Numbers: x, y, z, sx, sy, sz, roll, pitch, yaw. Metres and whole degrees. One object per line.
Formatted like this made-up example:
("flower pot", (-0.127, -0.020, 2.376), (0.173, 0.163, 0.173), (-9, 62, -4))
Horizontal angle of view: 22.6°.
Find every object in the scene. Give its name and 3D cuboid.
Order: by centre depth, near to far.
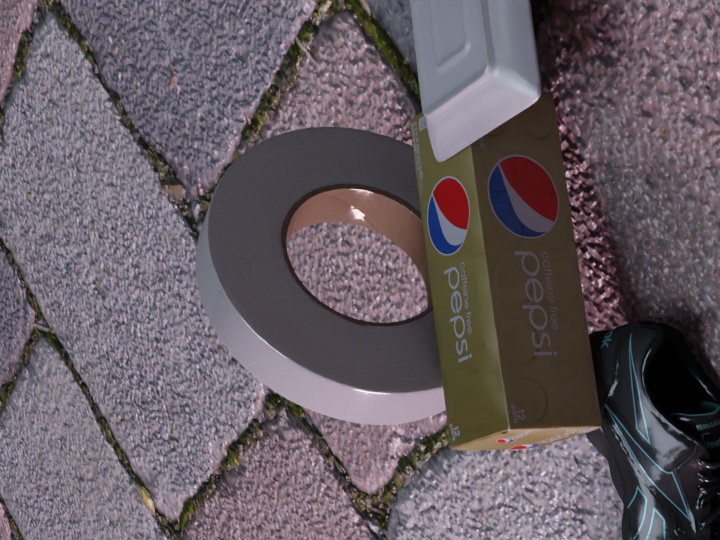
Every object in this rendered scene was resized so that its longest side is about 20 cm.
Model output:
("tray", (0.052, -0.172, 1.011), (0.107, 0.022, 0.202), (-32, 60, 57))
("sneaker", (0.183, 0.122, 1.017), (0.079, 0.075, 0.201), (-33, 81, 54))
("soda box", (0.082, 0.000, 1.038), (0.064, 0.067, 0.202), (-28, 65, 56))
("tape roll", (0.000, 0.000, 1.093), (0.203, 0.202, 0.037), (53, 144, 21))
